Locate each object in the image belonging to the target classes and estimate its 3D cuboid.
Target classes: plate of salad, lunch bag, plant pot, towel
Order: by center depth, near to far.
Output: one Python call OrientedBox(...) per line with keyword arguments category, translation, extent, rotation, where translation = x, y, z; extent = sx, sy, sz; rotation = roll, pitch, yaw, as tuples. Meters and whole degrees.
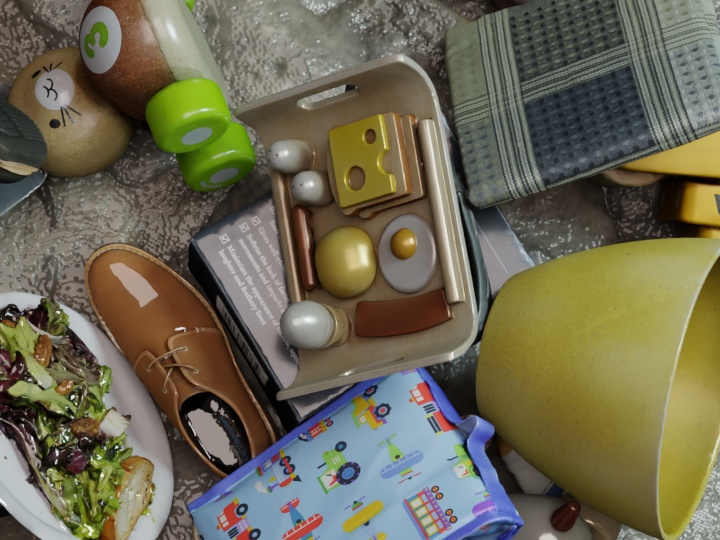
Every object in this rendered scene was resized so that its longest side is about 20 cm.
OrientedBox(category="lunch bag", translation=(0.005, 0.159, 1.367), extent=(0.200, 0.094, 0.151), rotation=(-42, 46, 12))
OrientedBox(category="plant pot", translation=(0.159, 0.064, 1.380), extent=(0.142, 0.200, 0.200), rotation=(13, 78, 21))
OrientedBox(category="plate of salad", translation=(-0.192, 0.099, 1.404), extent=(0.048, 0.200, 0.200), rotation=(-33, 83, 31))
OrientedBox(category="towel", translation=(0.155, -0.132, 1.438), extent=(0.192, 0.035, 0.200), rotation=(-20, 41, 13))

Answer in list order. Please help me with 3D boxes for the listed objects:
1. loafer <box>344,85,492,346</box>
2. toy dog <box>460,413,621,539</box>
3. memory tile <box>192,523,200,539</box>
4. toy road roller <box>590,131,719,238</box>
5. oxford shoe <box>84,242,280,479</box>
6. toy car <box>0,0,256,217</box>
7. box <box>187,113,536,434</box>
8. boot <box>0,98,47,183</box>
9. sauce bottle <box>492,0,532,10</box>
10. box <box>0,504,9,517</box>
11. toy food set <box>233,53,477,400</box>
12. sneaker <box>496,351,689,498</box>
OrientedBox(category="loafer", translation=(0.042, -0.045, 1.394), extent=(0.068, 0.070, 0.201), rotation=(-19, 83, -9))
OrientedBox(category="toy dog", translation=(0.080, 0.163, 1.422), extent=(0.200, 0.096, 0.132), rotation=(6, 49, 2))
OrientedBox(category="memory tile", translation=(-0.018, 0.230, 1.475), extent=(0.200, 0.017, 0.154), rotation=(-1, 80, -6))
OrientedBox(category="toy road roller", translation=(0.247, -0.049, 1.496), extent=(0.200, 0.123, 0.146), rotation=(7, 91, -3))
OrientedBox(category="oxford shoe", translation=(-0.125, 0.063, 1.456), extent=(0.071, 0.071, 0.200), rotation=(-38, 88, 7))
OrientedBox(category="toy car", translation=(-0.199, -0.121, 1.461), extent=(0.200, 0.158, 0.165), rotation=(-23, 71, 2))
OrientedBox(category="box", translation=(0.000, 0.000, 1.472), extent=(0.200, 0.107, 0.149), rotation=(-30, 84, -9))
OrientedBox(category="boot", translation=(-0.301, -0.067, 1.426), extent=(0.200, 0.077, 0.139), rotation=(36, 102, 43))
OrientedBox(category="sauce bottle", translation=(0.155, -0.195, 1.545), extent=(0.200, 0.066, 0.066), rotation=(20, 79, -2))
OrientedBox(category="box", translation=(-0.324, 0.082, 1.370), extent=(0.123, 0.198, 0.200), rotation=(-19, 82, 6))
OrientedBox(category="toy food set", translation=(-0.011, -0.026, 1.350), extent=(0.143, 0.060, 0.200), rotation=(-16, 80, 35))
OrientedBox(category="sneaker", translation=(0.198, 0.108, 1.500), extent=(0.200, 0.075, 0.088), rotation=(-27, 95, -3))
